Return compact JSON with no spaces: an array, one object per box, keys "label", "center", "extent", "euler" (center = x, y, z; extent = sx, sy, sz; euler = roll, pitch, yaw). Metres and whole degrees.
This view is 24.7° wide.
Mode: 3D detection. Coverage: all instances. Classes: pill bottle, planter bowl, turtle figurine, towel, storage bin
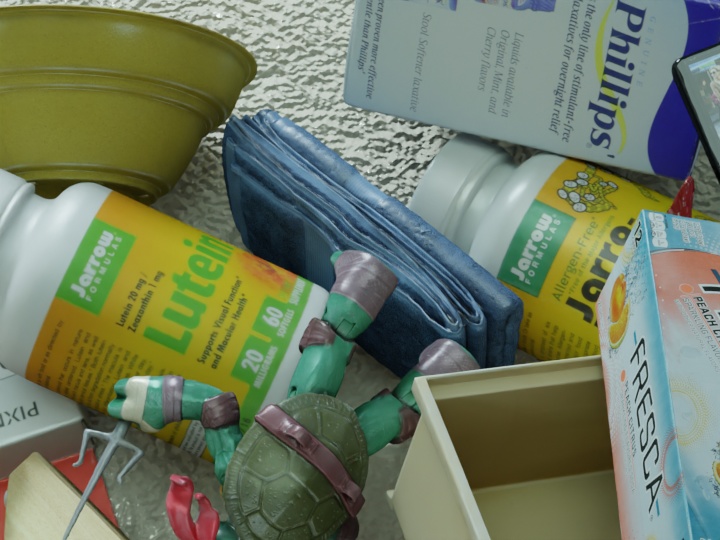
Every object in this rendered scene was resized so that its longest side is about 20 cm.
[{"label":"pill bottle","center":[0.127,0.001,0.907],"extent":[0.200,0.113,0.113],"euler":[28,65,18]},{"label":"planter bowl","center":[-0.160,-0.082,0.946],"extent":[0.200,0.200,0.084],"euler":[0,79,4]},{"label":"turtle figurine","center":[-0.035,0.092,0.789],"extent":[0.200,0.150,0.101],"euler":[-47,29,-21]},{"label":"towel","center":[0.000,0.000,0.912],"extent":[0.049,0.112,0.200],"euler":[-39,61,-25]},{"label":"storage bin","center":[0.135,0.143,0.727],"extent":[0.198,0.094,0.200],"euler":[-6,51,-20]},{"label":"pill bottle","center":[-0.126,0.021,0.882],"extent":[0.200,0.111,0.111],"euler":[25,63,-4]}]

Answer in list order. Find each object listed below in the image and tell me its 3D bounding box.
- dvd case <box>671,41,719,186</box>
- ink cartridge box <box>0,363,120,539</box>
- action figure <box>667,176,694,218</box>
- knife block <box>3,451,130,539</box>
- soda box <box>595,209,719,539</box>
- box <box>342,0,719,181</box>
[{"label":"dvd case","center":[0.245,-0.031,0.749],"extent":[0.142,0.018,0.200],"euler":[-21,80,3]},{"label":"ink cartridge box","center":[-0.243,0.119,0.904],"extent":[0.200,0.044,0.174],"euler":[-19,59,-7]},{"label":"action figure","center":[0.231,0.025,0.796],"extent":[0.200,0.052,0.065],"euler":[33,44,13]},{"label":"knife block","center":[-0.090,0.193,0.824],"extent":[0.175,0.064,0.200],"euler":[-3,69,4]},{"label":"soda box","center":[0.145,0.069,0.684],"extent":[0.063,0.068,0.200],"euler":[9,46,-9]},{"label":"box","center":[0.113,-0.148,0.951],"extent":[0.200,0.105,0.184],"euler":[14,27,11]}]
